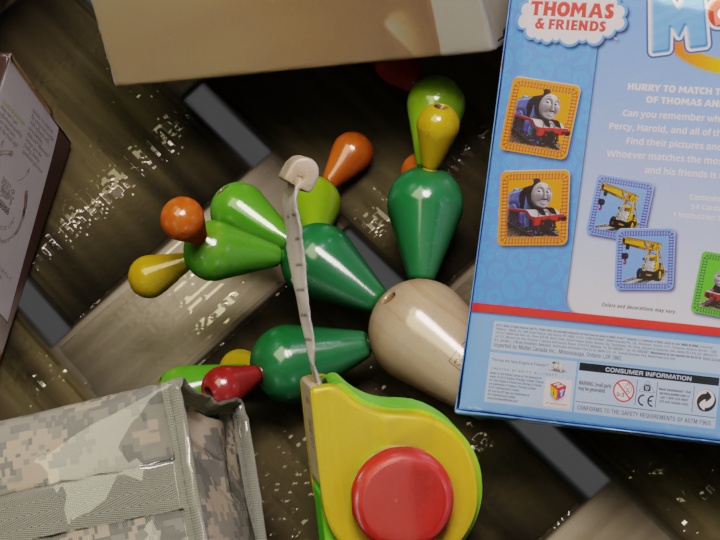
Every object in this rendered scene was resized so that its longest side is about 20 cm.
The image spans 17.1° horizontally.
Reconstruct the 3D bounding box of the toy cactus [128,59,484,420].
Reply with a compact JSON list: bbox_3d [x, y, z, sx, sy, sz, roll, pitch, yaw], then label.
[{"bbox_3d":[0.000,0.000,1.043,0.165,0.102,0.200,35,68,23],"label":"toy cactus"}]

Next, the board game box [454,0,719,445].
[{"bbox_3d":[0.124,-0.033,0.964,0.150,0.037,0.201,6,86,25],"label":"board game box"}]

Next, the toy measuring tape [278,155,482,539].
[{"bbox_3d":[0.011,0.050,0.975,0.073,0.074,0.201,-4,97,18],"label":"toy measuring tape"}]

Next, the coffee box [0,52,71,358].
[{"bbox_3d":[-0.223,0.001,1.122,0.114,0.080,0.201,4,62,22],"label":"coffee box"}]

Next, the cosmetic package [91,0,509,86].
[{"bbox_3d":[-0.016,-0.139,1.095,0.199,0.071,0.105,-2,22,30],"label":"cosmetic package"}]

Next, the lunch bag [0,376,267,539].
[{"bbox_3d":[-0.118,0.161,0.959,0.163,0.118,0.201,-13,80,11],"label":"lunch bag"}]
